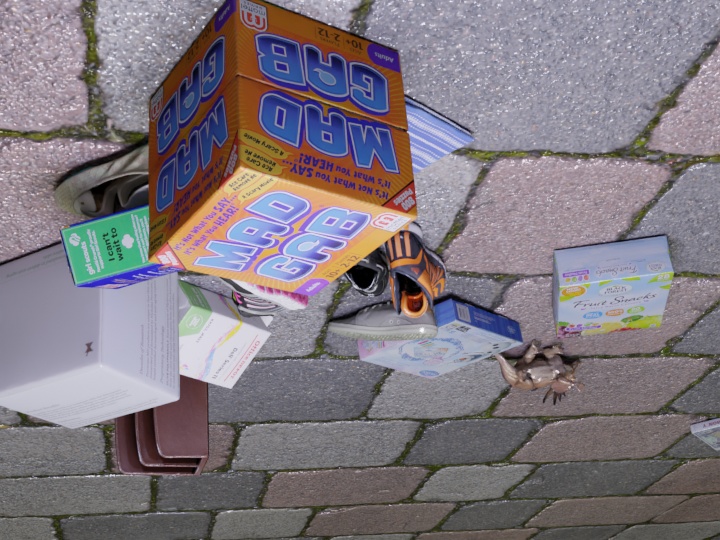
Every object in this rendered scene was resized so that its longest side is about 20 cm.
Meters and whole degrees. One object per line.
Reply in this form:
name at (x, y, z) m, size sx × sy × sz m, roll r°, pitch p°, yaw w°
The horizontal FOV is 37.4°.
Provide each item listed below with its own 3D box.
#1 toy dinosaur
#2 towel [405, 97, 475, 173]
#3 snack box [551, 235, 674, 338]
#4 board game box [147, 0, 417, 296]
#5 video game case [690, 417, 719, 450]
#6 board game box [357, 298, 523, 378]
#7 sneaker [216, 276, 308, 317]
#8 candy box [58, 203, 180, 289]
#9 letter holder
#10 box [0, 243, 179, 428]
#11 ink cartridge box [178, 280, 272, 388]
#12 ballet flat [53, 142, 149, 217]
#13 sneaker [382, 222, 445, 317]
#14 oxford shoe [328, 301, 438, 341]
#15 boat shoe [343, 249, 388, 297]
toy dinosaur at (0.317, 0.188, 1.912) m, size 0.198 × 0.087 × 0.136 m, roll 7°, pitch 159°, yaw -11°
towel at (0.018, -0.136, 1.273) m, size 0.144 × 0.024 × 0.199 m, roll 20°, pitch 144°, yaw -41°
snack box at (0.378, 0.030, 1.621) m, size 0.167 × 0.068 × 0.200 m, roll -8°, pitch 152°, yaw 6°
board game box at (-0.086, -0.119, 1.090) m, size 0.199 × 0.201 × 0.200 m, roll 13°, pitch 149°, yaw -32°
video game case at (0.868, 0.361, 2.419) m, size 0.181 × 0.023 × 0.200 m, roll -21°, pitch 149°, yaw 27°
board game box at (0.133, 0.117, 1.763) m, size 0.198 × 0.044 × 0.199 m, roll -26°, pitch 151°, yaw 33°
sneaker at (-0.157, 0.023, 1.496) m, size 0.087 × 0.074 × 0.200 m, roll -25°, pitch 153°, yaw 23°
candy box at (-0.233, -0.038, 1.272) m, size 0.198 × 0.078 × 0.169 m, roll -17°, pitch 178°, yaw 3°
letter holder at (-0.321, 0.219, 1.713) m, size 0.141 × 0.201 × 0.101 m, roll 3°, pitch 152°, yaw -16°
box at (-0.372, 0.085, 1.441) m, size 0.198 × 0.202 × 0.171 m, roll -17°, pitch 153°, yaw 23°
ink cartridge box at (-0.218, 0.104, 1.601) m, size 0.199 × 0.067 × 0.117 m, roll 23°, pitch 109°, yaw -44°
ballet flat at (-0.291, -0.095, 1.252) m, size 0.199 × 0.063 × 0.067 m, roll -22°, pitch 149°, yaw 30°
sneaker at (0.075, 0.023, 1.498) m, size 0.077 × 0.113 × 0.200 m, roll -13°, pitch 152°, yaw 16°
oxford shoe at (0.036, 0.079, 1.673) m, size 0.199 × 0.058 × 0.075 m, roll -6°, pitch 165°, yaw 36°
boat shoe at (0.000, 0.000, 1.490) m, size 0.071 × 0.068 × 0.200 m, roll -3°, pitch 157°, yaw 7°
